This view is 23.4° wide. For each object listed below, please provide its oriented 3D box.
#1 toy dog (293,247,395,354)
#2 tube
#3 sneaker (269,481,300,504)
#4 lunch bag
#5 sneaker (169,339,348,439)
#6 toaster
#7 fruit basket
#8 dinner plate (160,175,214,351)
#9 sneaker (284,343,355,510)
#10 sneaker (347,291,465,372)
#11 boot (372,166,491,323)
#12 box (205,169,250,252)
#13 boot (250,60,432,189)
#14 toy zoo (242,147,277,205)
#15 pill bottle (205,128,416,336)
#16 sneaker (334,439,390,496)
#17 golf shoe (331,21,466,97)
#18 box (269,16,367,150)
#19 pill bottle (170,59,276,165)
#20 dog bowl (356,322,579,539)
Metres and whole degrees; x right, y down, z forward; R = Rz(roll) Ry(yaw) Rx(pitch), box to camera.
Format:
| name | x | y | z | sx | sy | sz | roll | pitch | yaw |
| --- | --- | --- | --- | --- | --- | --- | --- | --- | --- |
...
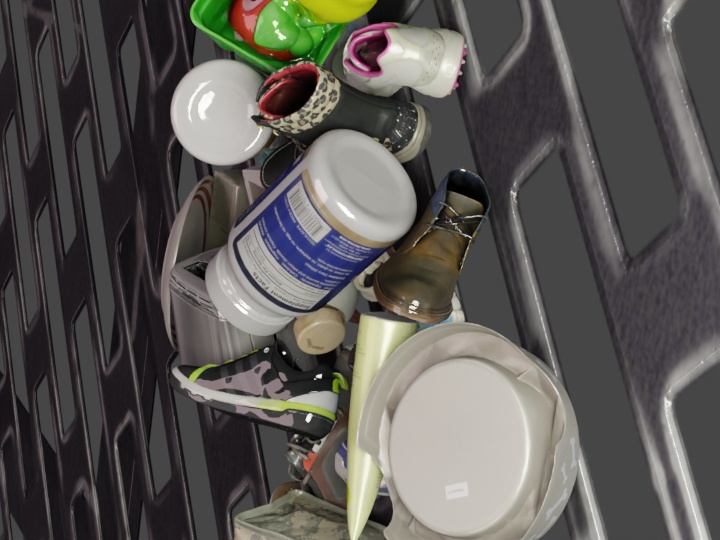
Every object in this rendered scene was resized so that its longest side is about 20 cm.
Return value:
| name | x | y | z | sx | sy | sz | roll | pitch | yaw |
| --- | --- | --- | --- | --- | --- | --- | --- | --- | --- |
| toy dog | 0.000 | 0.000 | 1.687 | 0.200 | 0.096 | 0.132 | -33 | 56 | 43 |
| tube | 0.009 | 0.138 | 1.507 | 0.052 | 0.058 | 0.201 | 14 | 98 | 44 |
| sneaker | -0.075 | 0.330 | 1.825 | 0.108 | 0.070 | 0.201 | -41 | 55 | 55 |
| lunch bag | -0.022 | 0.321 | 1.651 | 0.199 | 0.117 | 0.165 | 18 | 110 | 34 |
| sneaker | -0.096 | 0.108 | 1.720 | 0.199 | 0.072 | 0.083 | 12 | 79 | 31 |
| toaster | -0.129 | 0.057 | 1.836 | 0.200 | 0.113 | 0.130 | 28 | 133 | 53 |
| fruit basket | -0.048 | -0.281 | 1.631 | 0.216 | 0.155 | 0.216 | -59 | -3 | -5 |
| dinner plate | -0.193 | -0.009 | 1.953 | 0.200 | 0.024 | 0.201 | 10 | -90 | -81 |
| sneaker | -0.031 | 0.171 | 1.723 | 0.077 | 0.082 | 0.201 | -146 | 60 | -60 |
| sneaker | 0.022 | 0.086 | 1.604 | 0.079 | 0.090 | 0.200 | -113 | 34 | -41 |
| boot | 0.062 | -0.025 | 1.477 | 0.200 | 0.074 | 0.097 | -65 | -5 | -71 |
| box | -0.133 | -0.008 | 1.959 | 0.082 | 0.068 | 0.201 | -142 | 57 | -61 |
| boot | -0.054 | -0.131 | 1.623 | 0.203 | 0.153 | 0.074 | -17 | 65 | 39 |
| toy zoo | -0.074 | -0.031 | 1.806 | 0.131 | 0.020 | 0.201 | 28 | 135 | 58 |
| pill bottle | -0.050 | -0.029 | 1.584 | 0.200 | 0.115 | 0.116 | -41 | 52 | 38 |
| sneaker | 0.061 | 0.147 | 1.550 | 0.199 | 0.080 | 0.116 | 4 | 89 | 58 |
| golf shoe | 0.015 | -0.202 | 1.611 | 0.200 | 0.091 | 0.076 | 5 | 84 | 60 |
| box | -0.038 | -0.147 | 1.796 | 0.200 | 0.041 | 0.156 | 134 | 130 | -57 |
| pill bottle | -0.133 | -0.161 | 1.775 | 0.200 | 0.104 | 0.105 | -81 | -5 | -85 |
| dog bowl | 0.091 | 0.145 | 1.419 | 0.200 | 0.059 | 0.201 | -7 | 79 | 39 |
